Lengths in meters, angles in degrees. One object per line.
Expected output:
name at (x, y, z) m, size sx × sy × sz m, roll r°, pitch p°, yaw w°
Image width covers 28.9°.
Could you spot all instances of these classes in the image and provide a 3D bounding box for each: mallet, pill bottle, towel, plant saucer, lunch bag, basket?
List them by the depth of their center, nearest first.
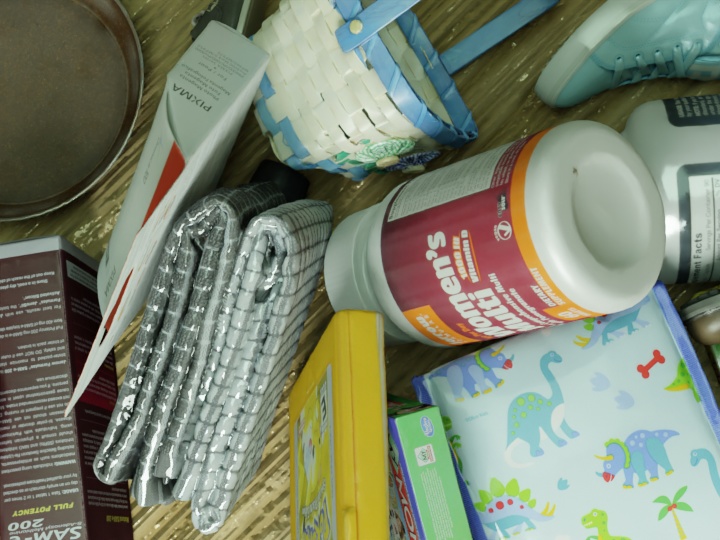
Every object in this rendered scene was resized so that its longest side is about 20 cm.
pill bottle at (0.074, -0.013, 0.839) m, size 0.200 × 0.109 × 0.110 m, roll -17°, pitch 73°, yaw 48°
lunch bag at (0.144, 0.132, 0.864) m, size 0.170 × 0.127 × 0.201 m, roll -23°, pitch 77°, yaw 2°
towel at (-0.087, 0.046, 0.874) m, size 0.085 × 0.166 × 0.201 m, roll 18°, pitch 97°, yaw 3°
pill bottle at (0.225, -0.053, 0.893) m, size 0.199 × 0.120 × 0.120 m, roll -4°, pitch 79°, yaw 7°
basket at (0.034, -0.146, 0.913) m, size 0.200 × 0.176 × 0.139 m, roll -38°, pitch 75°, yaw 19°
mallet at (0.000, 0.000, 0.958) m, size 0.200 × 0.041 × 0.066 m, roll 33°, pitch 86°, yaw 8°
plant saucer at (-0.249, -0.130, 1.015) m, size 0.199 × 0.034 × 0.201 m, roll -2°, pitch 79°, yaw 8°

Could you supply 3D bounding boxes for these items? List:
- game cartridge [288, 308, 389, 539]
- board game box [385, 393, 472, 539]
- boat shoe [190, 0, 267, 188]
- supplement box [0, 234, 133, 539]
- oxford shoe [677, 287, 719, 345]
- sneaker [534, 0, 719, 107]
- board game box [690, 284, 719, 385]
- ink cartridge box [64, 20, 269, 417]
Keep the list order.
game cartridge at (-0.017, 0.146, 0.843) m, size 0.032 × 0.176 × 0.201 m, roll 5°, pitch 67°, yaw -11°
board game box at (0.042, 0.176, 0.844) m, size 0.029 × 0.135 × 0.201 m, roll -14°, pitch 91°, yaw -12°
boat shoe at (-0.112, -0.132, 0.980) m, size 0.057 × 0.067 × 0.201 m, roll 14°, pitch 85°, yaw 5°
supplement box at (-0.201, 0.087, 0.929) m, size 0.061 × 0.109 × 0.201 m, roll -10°, pitch 77°, yaw 4°
oxford shoe at (0.290, 0.040, 0.855) m, size 0.199 × 0.073 × 0.085 m, roll 1°, pitch 75°, yaw -12°
sneaker at (0.214, -0.156, 0.938) m, size 0.200 × 0.074 × 0.082 m, roll -34°, pitch 74°, yaw 1°
board game box at (0.292, 0.093, 0.905) m, size 0.095 × 0.030 × 0.201 m, roll -19°, pitch 75°, yaw 3°
ink cartridge box at (-0.129, -0.035, 0.831) m, size 0.057 × 0.163 × 0.200 m, roll 31°, pitch 40°, yaw 2°
